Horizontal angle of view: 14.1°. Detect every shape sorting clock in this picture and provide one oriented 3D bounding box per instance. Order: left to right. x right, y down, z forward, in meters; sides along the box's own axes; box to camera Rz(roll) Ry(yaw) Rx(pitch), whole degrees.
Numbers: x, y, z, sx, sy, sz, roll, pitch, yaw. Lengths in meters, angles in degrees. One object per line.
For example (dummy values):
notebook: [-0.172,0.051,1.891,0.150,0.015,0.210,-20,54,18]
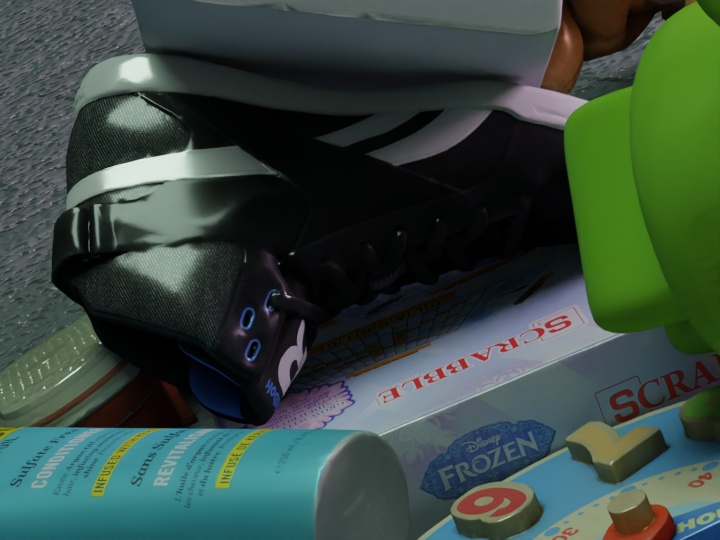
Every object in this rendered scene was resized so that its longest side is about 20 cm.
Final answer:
shape sorting clock: [0.080,0.079,0.801,0.199,0.039,0.200,-19,21,8]

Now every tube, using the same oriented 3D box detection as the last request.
tube: [-0.081,0.071,0.869,0.199,0.051,0.077,-1,22,32]

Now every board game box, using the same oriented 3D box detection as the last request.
board game box: [0.043,0.017,0.987,0.199,0.041,0.200,-23,20,-1]

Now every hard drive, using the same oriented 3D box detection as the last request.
hard drive: [-0.006,-0.073,0.969,0.131,0.027,0.200,6,-8,0]

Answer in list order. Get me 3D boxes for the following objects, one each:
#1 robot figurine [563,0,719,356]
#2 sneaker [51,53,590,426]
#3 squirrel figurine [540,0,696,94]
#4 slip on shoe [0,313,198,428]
robot figurine: [0.155,-0.036,0.809,0.199,0.117,0.175,-19,-22,35]
sneaker: [0.000,0.000,0.935,0.198,0.073,0.113,5,64,4]
squirrel figurine: [0.147,-0.143,1.117,0.185,0.143,0.200,-1,10,-2]
slip on shoe: [-0.092,0.050,1.028,0.074,0.061,0.200,-35,8,-3]
